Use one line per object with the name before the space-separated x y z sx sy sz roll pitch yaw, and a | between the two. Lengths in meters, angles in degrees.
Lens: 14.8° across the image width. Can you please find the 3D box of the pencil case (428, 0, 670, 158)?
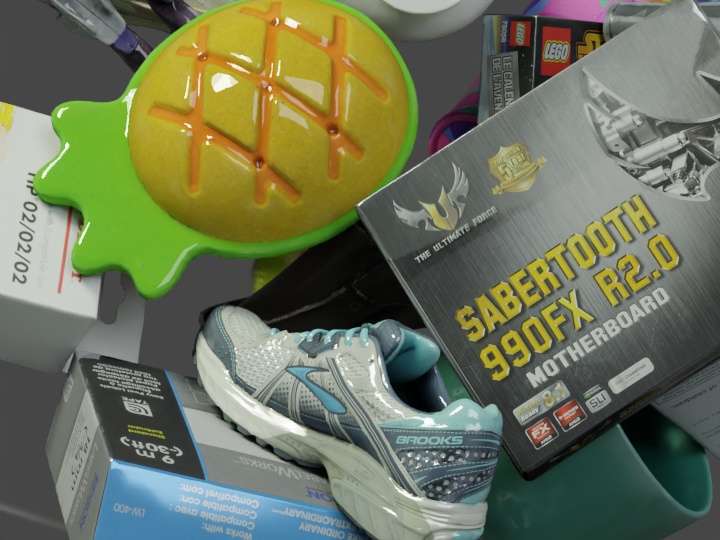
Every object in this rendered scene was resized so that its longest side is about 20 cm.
pencil case | 0.118 -0.118 1.608 0.088 0.088 0.200 38 57 -4

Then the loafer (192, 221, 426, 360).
loafer | 0.000 0.000 1.447 0.073 0.199 0.072 -73 143 -71

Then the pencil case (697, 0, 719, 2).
pencil case | 0.261 -0.175 1.708 0.087 0.078 0.200 31 56 8

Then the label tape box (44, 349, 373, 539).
label tape box | -0.068 0.119 1.346 0.143 0.064 0.200 15 17 -19

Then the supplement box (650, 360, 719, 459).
supplement box | 0.211 0.032 1.492 0.200 0.103 0.102 35 30 -51

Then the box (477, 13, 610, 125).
box | 0.137 -0.068 1.542 0.199 0.040 0.138 -2 95 -51

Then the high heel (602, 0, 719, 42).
high heel | 0.226 -0.069 1.506 0.072 0.142 0.200 -58 135 -29

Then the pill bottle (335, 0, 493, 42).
pill bottle | 0.024 -0.185 1.510 0.110 0.200 0.112 -1 101 -5

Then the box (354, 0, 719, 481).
box | 0.122 -0.016 1.364 0.199 0.048 0.159 -32 78 -1

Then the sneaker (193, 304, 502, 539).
sneaker | 0.000 0.058 1.356 0.200 0.087 0.077 34 19 37

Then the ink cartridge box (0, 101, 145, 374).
ink cartridge box | -0.192 -0.023 1.419 0.199 0.068 0.116 16 56 -18

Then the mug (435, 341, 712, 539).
mug | 0.106 0.087 1.478 0.185 0.114 0.153 14 50 -66

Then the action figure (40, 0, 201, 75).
action figure | -0.088 -0.104 1.483 0.200 0.069 0.130 43 74 -14

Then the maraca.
maraca | -0.066 -0.065 1.405 0.199 0.107 0.138 -26 70 -10

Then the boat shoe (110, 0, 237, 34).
boat shoe | -0.102 -0.166 1.539 0.200 0.063 0.074 30 57 -10
